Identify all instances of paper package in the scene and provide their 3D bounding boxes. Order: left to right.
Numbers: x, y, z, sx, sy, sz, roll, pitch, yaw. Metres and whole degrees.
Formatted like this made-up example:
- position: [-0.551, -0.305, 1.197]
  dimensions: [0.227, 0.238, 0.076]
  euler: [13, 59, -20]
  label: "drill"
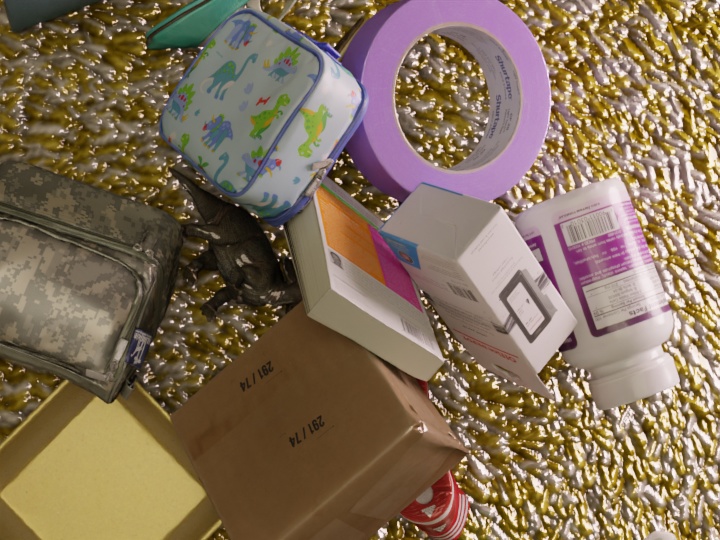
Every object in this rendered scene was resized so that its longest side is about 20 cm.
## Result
- position: [-0.040, 0.144, 1.145]
  dimensions: [0.200, 0.103, 0.191]
  euler: [-42, 53, 10]
  label: "paper package"

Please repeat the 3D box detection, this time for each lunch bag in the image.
- position: [-0.270, 0.019, 1.157]
  dimensions: [0.198, 0.140, 0.169]
  euler: [20, 49, -1]
  label: "lunch bag"
- position: [-0.088, -0.146, 1.179]
  dimensions: [0.082, 0.200, 0.161]
  euler: [30, 96, -41]
  label: "lunch bag"

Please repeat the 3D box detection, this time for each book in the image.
- position: [0.000, 0.000, 1.156]
  dimensions: [0.133, 0.201, 0.048]
  euler: [33, 112, -27]
  label: "book"

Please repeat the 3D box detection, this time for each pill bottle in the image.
- position: [0.228, 0.024, 1.221]
  dimensions: [0.111, 0.112, 0.202]
  euler: [-19, 86, -4]
  label: "pill bottle"

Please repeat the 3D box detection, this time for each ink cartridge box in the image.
- position: [0.117, 0.020, 1.176]
  dimensions: [0.068, 0.116, 0.200]
  euler: [-48, 126, -14]
  label: "ink cartridge box"

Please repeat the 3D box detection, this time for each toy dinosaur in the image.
- position: [-0.118, -0.015, 1.234]
  dimensions: [0.200, 0.077, 0.102]
  euler: [47, 43, 13]
  label: "toy dinosaur"

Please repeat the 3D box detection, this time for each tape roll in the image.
- position: [0.079, -0.160, 1.220]
  dimensions: [0.198, 0.066, 0.202]
  euler: [-1, 93, -24]
  label: "tape roll"

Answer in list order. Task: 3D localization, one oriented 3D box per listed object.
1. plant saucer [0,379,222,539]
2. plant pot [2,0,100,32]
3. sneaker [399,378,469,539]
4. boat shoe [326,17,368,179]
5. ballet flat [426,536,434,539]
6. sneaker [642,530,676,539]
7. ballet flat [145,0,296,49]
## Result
- position: [-0.244, 0.211, 1.217]
  dimensions: [0.200, 0.048, 0.200]
  euler: [-45, 89, -5]
  label: "plant saucer"
- position: [-0.260, -0.363, 1.203]
  dimensions: [0.198, 0.196, 0.198]
  euler: [-15, 85, -12]
  label: "plant pot"
- position: [0.048, 0.169, 1.226]
  dimensions: [0.078, 0.116, 0.201]
  euler: [-16, 53, 7]
  label: "sneaker"
- position: [-0.028, -0.145, 1.250]
  dimensions: [0.067, 0.072, 0.201]
  euler: [27, 88, -10]
  label: "boat shoe"
- position: [0.121, 0.336, 1.210]
  dimensions: [0.200, 0.076, 0.064]
  euler: [44, 92, 4]
  label: "ballet flat"
- position: [0.332, 0.328, 1.221]
  dimensions: [0.200, 0.075, 0.081]
  euler: [41, 76, 1]
  label: "sneaker"
- position: [-0.114, -0.260, 1.258]
  dimensions: [0.200, 0.067, 0.071]
  euler: [-39, 102, -3]
  label: "ballet flat"
